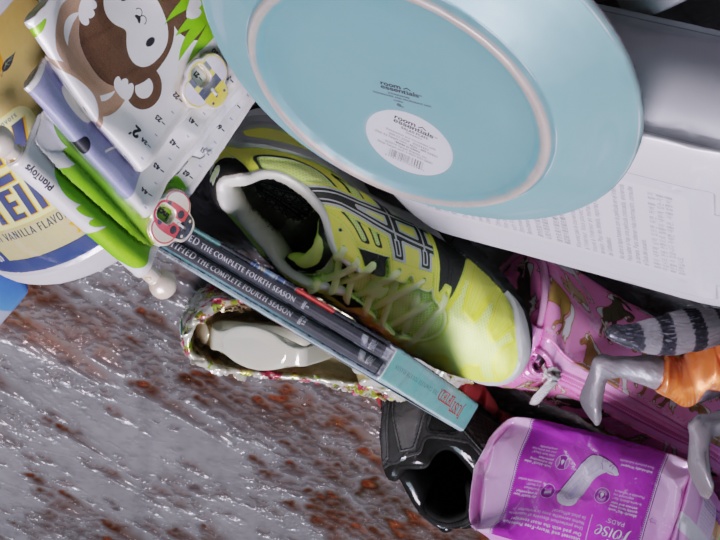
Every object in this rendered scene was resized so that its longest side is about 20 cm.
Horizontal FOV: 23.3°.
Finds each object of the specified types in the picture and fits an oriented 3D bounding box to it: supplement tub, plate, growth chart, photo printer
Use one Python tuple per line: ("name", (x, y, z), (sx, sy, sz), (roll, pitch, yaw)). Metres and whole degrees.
("supplement tub", (-0.174, -0.104, 0.804), (0.143, 0.145, 0.200), (-13, 137, 28))
("plate", (0.019, -0.079, 0.723), (0.199, 0.026, 0.201), (20, 150, 12))
("growth chart", (-0.084, -0.104, 0.772), (0.018, 0.201, 0.145), (22, 169, 46))
("photo printer", (0.089, -0.062, 0.816), (0.198, 0.070, 0.167), (15, 158, 20))

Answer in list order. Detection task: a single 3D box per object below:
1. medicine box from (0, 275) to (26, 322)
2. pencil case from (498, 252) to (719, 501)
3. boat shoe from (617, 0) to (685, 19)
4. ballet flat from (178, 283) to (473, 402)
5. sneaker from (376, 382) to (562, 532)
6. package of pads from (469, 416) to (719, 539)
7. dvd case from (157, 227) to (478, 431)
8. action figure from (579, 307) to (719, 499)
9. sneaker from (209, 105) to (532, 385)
("medicine box", (-0.310, 0.012, 0.916), (0.103, 0.200, 0.183), (25, 158, 41))
("pencil case", (0.154, 0.063, 0.986), (0.199, 0.087, 0.083), (28, 156, -24))
("boat shoe", (0.160, -0.166, 0.710), (0.066, 0.072, 0.200), (58, 154, 1))
("ballet flat", (-0.014, 0.044, 1.010), (0.198, 0.064, 0.076), (0, 103, 13))
("sneaker", (0.083, 0.129, 1.082), (0.200, 0.099, 0.071), (34, 135, -30))
("package of pads", (0.150, 0.153, 0.990), (0.120, 0.076, 0.200), (11, 163, 30))
("dvd case", (-0.042, 0.017, 0.911), (0.199, 0.022, 0.146), (31, 177, 24))
("action figure", (0.225, 0.036, 0.855), (0.105, 0.192, 0.200), (67, 165, -9))
("sneaker", (0.000, 0.000, 0.901), (0.199, 0.077, 0.076), (36, 120, -2))
